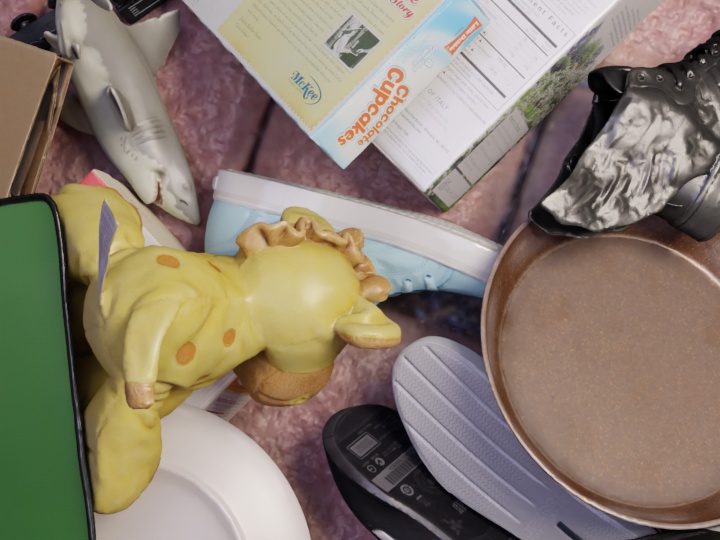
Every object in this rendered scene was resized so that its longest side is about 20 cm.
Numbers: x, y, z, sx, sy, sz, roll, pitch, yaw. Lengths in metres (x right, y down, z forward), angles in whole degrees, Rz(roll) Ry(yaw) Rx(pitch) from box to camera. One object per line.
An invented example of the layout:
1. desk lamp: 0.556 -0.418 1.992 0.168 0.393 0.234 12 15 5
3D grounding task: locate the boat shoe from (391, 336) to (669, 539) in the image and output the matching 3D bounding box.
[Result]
1. boat shoe: 0.102 0.111 0.992 0.200 0.071 0.072 45 119 6

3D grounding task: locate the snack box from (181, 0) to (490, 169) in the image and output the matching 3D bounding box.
1. snack box: -0.023 -0.155 1.010 0.116 0.037 0.200 -45 44 4

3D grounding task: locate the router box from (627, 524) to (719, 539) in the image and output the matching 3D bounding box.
1. router box: 0.166 0.214 0.909 0.199 0.051 0.150 -7 91 -26

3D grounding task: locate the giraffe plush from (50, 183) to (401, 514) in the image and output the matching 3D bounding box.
1. giraffe plush: -0.074 0.022 0.932 0.162 0.200 0.173 -6 65 -24

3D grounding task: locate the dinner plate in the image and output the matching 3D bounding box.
1. dinner plate: -0.126 0.173 0.985 0.199 0.024 0.201 0 88 8

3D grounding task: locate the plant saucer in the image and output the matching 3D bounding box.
1. plant saucer: 0.156 0.050 0.964 0.200 0.034 0.201 7 65 -15

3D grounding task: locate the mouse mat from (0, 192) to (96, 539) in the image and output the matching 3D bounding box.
1. mouse mat: -0.198 0.062 0.955 0.161 0.008 0.201 -4 91 49

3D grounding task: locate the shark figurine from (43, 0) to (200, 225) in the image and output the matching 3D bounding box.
1. shark figurine: -0.138 -0.142 1.035 0.089 0.215 0.128 -37 53 -25

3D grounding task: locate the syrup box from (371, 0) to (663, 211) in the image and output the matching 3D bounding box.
1. syrup box: 0.088 -0.134 1.015 0.200 0.079 0.081 -45 77 4

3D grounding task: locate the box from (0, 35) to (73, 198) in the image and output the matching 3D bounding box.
1. box: -0.260 -0.072 1.053 0.200 0.021 0.164 23 97 42

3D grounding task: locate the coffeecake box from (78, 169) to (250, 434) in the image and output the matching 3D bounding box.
1. coffeecake box: -0.171 0.066 1.048 0.200 0.073 0.154 -44 77 3

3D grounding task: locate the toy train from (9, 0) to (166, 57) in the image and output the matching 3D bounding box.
1. toy train: -0.192 -0.144 1.091 0.200 0.046 0.034 -32 62 5

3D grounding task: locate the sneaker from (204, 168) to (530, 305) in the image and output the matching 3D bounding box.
1. sneaker: 0.000 0.000 1.028 0.199 0.074 0.082 15 96 21

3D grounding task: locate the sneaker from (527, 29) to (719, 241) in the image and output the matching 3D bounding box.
1. sneaker: 0.176 -0.096 0.974 0.104 0.060 0.200 26 77 -9

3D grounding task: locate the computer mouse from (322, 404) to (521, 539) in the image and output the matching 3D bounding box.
1. computer mouse: 0.043 0.165 0.973 0.200 0.140 0.046 34 126 10
